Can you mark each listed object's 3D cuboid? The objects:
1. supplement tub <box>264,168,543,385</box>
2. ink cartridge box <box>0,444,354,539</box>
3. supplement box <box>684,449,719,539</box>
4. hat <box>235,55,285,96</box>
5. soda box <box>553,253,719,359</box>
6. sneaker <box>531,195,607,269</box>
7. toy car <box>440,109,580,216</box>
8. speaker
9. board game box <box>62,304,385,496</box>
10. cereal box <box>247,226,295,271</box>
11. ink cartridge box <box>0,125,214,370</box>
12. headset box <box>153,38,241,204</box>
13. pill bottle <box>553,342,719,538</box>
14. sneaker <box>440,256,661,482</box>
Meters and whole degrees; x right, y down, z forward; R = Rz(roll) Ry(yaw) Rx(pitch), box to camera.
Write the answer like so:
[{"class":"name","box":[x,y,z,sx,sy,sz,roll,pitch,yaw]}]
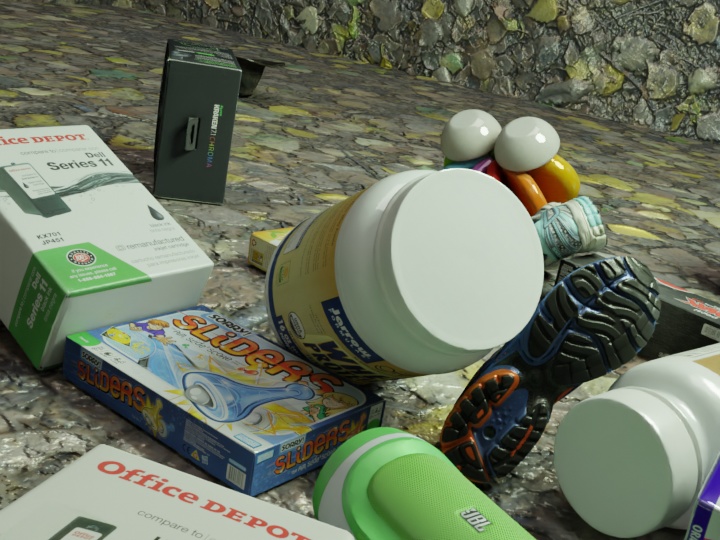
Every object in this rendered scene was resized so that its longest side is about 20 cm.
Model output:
[{"class":"supplement tub","box":[0.027,0.008,0.719,0.144,0.145,0.200,1,-10,-27]},{"class":"ink cartridge box","box":[-0.106,0.162,0.388,0.145,0.085,0.200,16,20,16]},{"class":"supplement box","box":[0.270,0.183,0.507,0.199,0.102,0.103,19,20,25]},{"class":"hat","box":[-0.258,-0.404,2.019,0.200,0.081,0.201,7,10,-1]},{"class":"soda box","box":[0.295,0.046,0.993,0.071,0.064,0.200,-8,26,-43]},{"class":"sneaker","box":[0.205,-0.038,1.112,0.086,0.078,0.200,-17,-7,-8]},{"class":"toy car","box":[0.177,-0.103,1.266,0.199,0.175,0.150,17,57,41]},{"class":"speaker","box":[0.054,0.158,0.490,0.088,0.089,0.200,-2,22,-33]},{"class":"board game box","box":[-0.100,0.085,0.703,0.199,0.035,0.135,23,22,34]},{"class":"cereal box","box":[0.000,0.000,1.006,0.200,0.040,0.144,26,24,39]},{"class":"ink cartridge box","box":[-0.240,-0.028,0.789,0.200,0.083,0.146,44,34,24]},{"class":"headset box","box":[-0.215,-0.195,1.259,0.092,0.175,0.200,6,20,-14]},{"class":"pill bottle","box":[0.229,0.114,0.669,0.199,0.115,0.114,-6,24,-41]},{"class":"sneaker","box":[0.129,0.062,0.696,0.075,0.200,0.078,50,-3,-3]}]
